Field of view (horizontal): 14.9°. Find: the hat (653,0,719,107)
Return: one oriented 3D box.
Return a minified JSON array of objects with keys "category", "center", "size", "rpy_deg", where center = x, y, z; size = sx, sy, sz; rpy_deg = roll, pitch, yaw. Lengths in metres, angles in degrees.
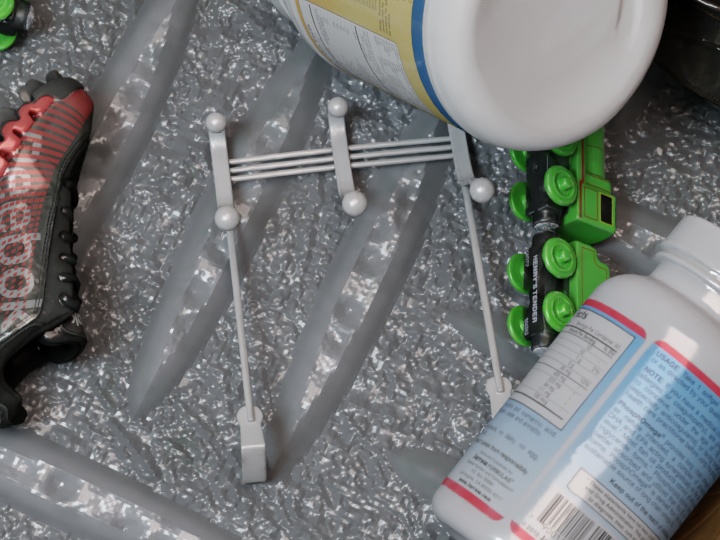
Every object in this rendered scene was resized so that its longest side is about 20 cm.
[{"category":"hat","center":[0.212,-0.127,1.473],"size":[0.199,0.201,0.081],"rpy_deg":[17,112,4]}]

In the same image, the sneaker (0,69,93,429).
[{"category":"sneaker","center":[-0.175,-0.005,1.434],"size":[0.097,0.071,0.201],"rpy_deg":[22,74,6]}]

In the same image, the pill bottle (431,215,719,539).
[{"category":"pill bottle","center":[0.134,0.075,1.380],"size":[0.109,0.109,0.200],"rpy_deg":[38,84,11]}]

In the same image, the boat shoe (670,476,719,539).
[{"category":"boat shoe","center":[0.225,0.091,1.424],"size":[0.072,0.072,0.201],"rpy_deg":[38,62,-21]}]

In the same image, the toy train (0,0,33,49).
[{"category":"toy train","center":[-0.274,-0.162,1.495],"size":[0.199,0.042,0.057],"rpy_deg":[8,61,1]}]

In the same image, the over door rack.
[{"category":"over door rack","center":[0.000,0.000,1.440],"size":[0.147,0.067,0.201],"rpy_deg":[-6,71,-3]}]

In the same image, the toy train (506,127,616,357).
[{"category":"toy train","center":[0.109,-0.045,1.466],"size":[0.056,0.042,0.201],"rpy_deg":[19,63,-34]}]

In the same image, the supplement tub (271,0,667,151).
[{"category":"supplement tub","center":[0.047,-0.155,1.413],"size":[0.145,0.145,0.200],"rpy_deg":[-41,37,-14]}]
